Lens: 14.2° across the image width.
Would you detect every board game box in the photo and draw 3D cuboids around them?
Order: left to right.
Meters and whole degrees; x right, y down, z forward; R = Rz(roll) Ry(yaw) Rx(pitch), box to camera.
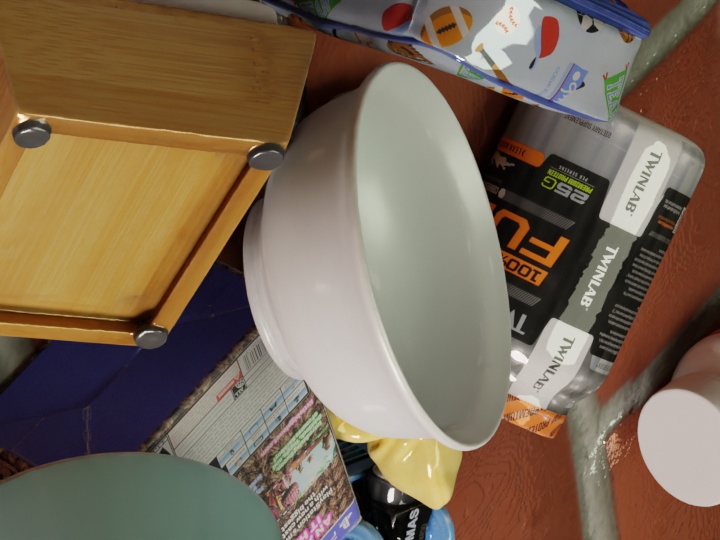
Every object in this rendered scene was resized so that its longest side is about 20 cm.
[{"bbox_3d":[-0.102,0.111,1.556,0.159,0.097,0.201,-47,144,-25],"label":"board game box"}]

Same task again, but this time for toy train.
[{"bbox_3d":[-0.013,0.193,1.726,0.086,0.114,0.201,-16,125,-45],"label":"toy train"}]

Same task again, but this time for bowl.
[{"bbox_3d":[-0.125,0.194,1.432,0.200,0.105,0.201,-10,136,-10],"label":"bowl"},{"bbox_3d":[0.000,0.000,1.467,0.201,0.090,0.202,-12,90,-69],"label":"bowl"}]

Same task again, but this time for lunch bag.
[{"bbox_3d":[0.044,-0.141,1.496,0.160,0.200,0.076,15,99,-44],"label":"lunch bag"}]

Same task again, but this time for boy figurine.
[{"bbox_3d":[0.015,0.044,1.606,0.124,0.064,0.201,-30,121,-2],"label":"boy figurine"}]

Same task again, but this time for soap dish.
[{"bbox_3d":[-0.126,-0.044,1.314,0.156,0.082,0.200,6,143,-25],"label":"soap dish"}]

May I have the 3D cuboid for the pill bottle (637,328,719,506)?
[{"bbox_3d":[0.294,0.090,2.088,0.200,0.119,0.120,-28,133,-43],"label":"pill bottle"}]

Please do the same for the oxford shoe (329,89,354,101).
[{"bbox_3d":[-0.011,-0.013,1.643,0.074,0.070,0.201,0,110,-34],"label":"oxford shoe"}]

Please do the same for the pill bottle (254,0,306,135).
[{"bbox_3d":[-0.108,-0.124,1.370,0.107,0.106,0.200,-56,147,-12],"label":"pill bottle"}]

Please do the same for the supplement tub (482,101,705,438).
[{"bbox_3d":[0.118,-0.007,1.765,0.122,0.122,0.201,22,93,-58],"label":"supplement tub"}]
